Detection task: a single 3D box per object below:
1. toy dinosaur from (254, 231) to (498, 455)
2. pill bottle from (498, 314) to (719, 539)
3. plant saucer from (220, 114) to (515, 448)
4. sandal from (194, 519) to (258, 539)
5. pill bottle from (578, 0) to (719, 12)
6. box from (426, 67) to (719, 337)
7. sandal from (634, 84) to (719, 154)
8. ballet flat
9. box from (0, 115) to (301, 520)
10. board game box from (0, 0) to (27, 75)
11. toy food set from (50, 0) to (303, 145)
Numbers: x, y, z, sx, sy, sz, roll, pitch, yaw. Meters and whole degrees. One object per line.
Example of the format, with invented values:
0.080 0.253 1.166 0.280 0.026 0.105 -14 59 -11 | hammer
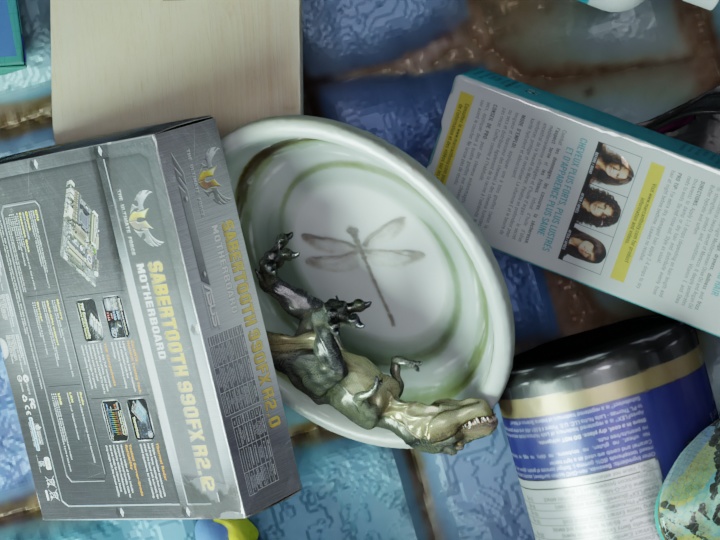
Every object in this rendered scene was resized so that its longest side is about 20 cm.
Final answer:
-0.024 0.035 0.940 0.199 0.047 0.088 24 140 24 | toy dinosaur
0.146 0.133 0.960 0.111 0.112 0.201 -16 93 5 | pill bottle
0.000 0.000 0.961 0.199 0.050 0.201 20 131 24 | plant saucer
-0.086 0.232 1.001 0.086 0.079 0.201 1 92 7 | sandal
0.103 -0.203 0.941 0.199 0.111 0.111 23 95 2 | pill bottle
0.134 -0.034 0.947 0.199 0.049 0.083 22 107 12 | box
0.173 -0.056 0.977 0.199 0.048 0.076 -17 92 6 | sandal
0.233 0.092 0.919 0.199 0.074 0.075 -22 93 -37 | ballet flat
-0.124 0.030 0.956 0.158 0.048 0.201 -8 99 39 | box
-0.266 -0.198 0.965 0.151 0.045 0.201 -8 93 -29 | board game box
-0.092 -0.150 0.992 0.143 0.060 0.201 0 92 16 | toy food set
